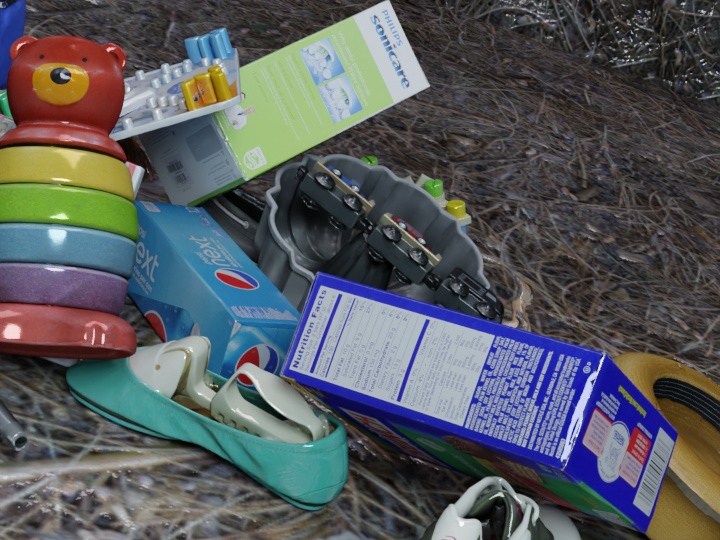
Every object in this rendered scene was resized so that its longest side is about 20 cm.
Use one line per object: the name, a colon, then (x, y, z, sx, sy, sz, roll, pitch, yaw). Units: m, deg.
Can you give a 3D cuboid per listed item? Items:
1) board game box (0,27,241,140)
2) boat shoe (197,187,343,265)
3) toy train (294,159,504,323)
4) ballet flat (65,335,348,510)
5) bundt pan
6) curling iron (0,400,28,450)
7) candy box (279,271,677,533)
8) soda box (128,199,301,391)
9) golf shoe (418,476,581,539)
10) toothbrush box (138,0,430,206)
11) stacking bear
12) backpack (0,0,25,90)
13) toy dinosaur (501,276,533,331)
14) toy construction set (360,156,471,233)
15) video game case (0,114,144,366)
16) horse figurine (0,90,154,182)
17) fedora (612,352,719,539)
board game box: (-0.188, -0.128, 1.072, 0.199, 0.026, 0.200, -16, 20, 0)
boat shoe: (-0.061, -0.024, 1.259, 0.199, 0.057, 0.067, 23, 19, 8)
toy train: (0.031, -0.020, 1.126, 0.200, 0.034, 0.046, 39, 33, 7)
ballet flat: (-0.093, 0.081, 0.925, 0.199, 0.071, 0.067, 24, 24, 12)
bundt pan: (0.000, 0.000, 1.172, 0.201, 0.076, 0.203, 21, 39, -17)
curling iron: (-0.262, 0.055, 0.889, 0.200, 0.026, 0.050, 38, -4, 35)
candy box: (0.075, 0.083, 0.896, 0.199, 0.077, 0.169, 16, -13, 32)
soda box: (-0.115, 0.020, 1.071, 0.064, 0.068, 0.200, 6, 24, -34)
golf shoe: (0.090, 0.166, 0.860, 0.077, 0.089, 0.200, 27, 19, 25)
toothbrush box: (-0.067, -0.137, 1.211, 0.200, 0.086, 0.145, -32, 8, -31)
stacking bear: (-0.191, -0.050, 0.906, 0.121, 0.201, 0.114, 4, -8, -2)
backpack: (-0.398, -0.212, 1.255, 0.167, 0.164, 0.200, 14, 20, 12)
toy dinosaur: (0.086, 0.092, 1.040, 0.201, 0.135, 0.086, 57, 17, 19)
toy construction set: (0.035, -0.063, 1.410, 0.130, 0.093, 0.200, -6, 13, 1)
video game case: (-0.262, -0.036, 0.968, 0.199, 0.144, 0.017, 20, 0, -1)
horse figurine: (-0.272, -0.120, 1.219, 0.199, 0.050, 0.133, 7, -21, 13)
fedora: (0.240, 0.149, 1.030, 0.200, 0.082, 0.201, 29, 27, -16)
